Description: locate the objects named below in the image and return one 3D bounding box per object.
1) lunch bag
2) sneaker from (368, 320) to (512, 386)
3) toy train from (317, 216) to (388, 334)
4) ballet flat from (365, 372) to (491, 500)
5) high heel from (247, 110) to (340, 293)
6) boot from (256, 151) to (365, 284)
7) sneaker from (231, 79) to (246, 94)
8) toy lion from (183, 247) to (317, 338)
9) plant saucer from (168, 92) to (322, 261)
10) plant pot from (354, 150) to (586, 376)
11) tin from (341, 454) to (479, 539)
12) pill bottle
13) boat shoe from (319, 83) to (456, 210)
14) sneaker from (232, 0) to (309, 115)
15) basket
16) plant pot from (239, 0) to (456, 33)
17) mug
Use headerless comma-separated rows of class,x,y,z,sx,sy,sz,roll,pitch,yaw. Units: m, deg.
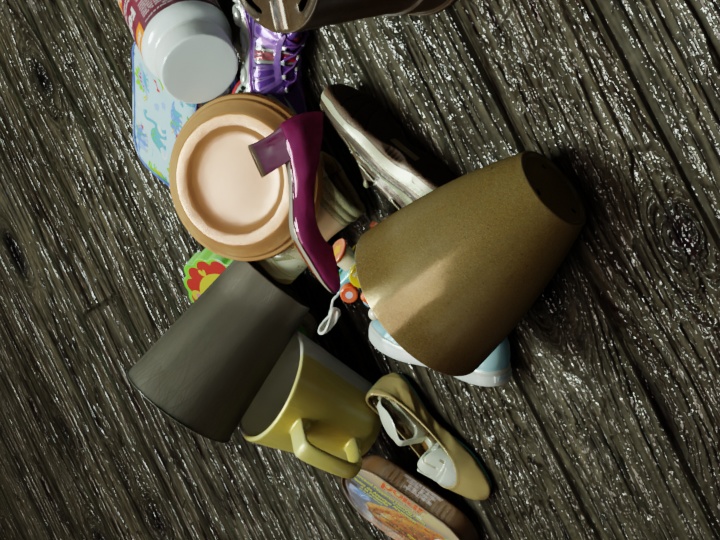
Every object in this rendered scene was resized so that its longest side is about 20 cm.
lunch bag,-0.241,-0.214,1.642,0.160,0.082,0.202,34,134,33
sneaker,0.093,0.067,1.415,0.199,0.074,0.083,15,114,36
toy train,0.000,0.000,1.418,0.055,0.151,0.200,38,150,-15
ballet flat,0.078,0.217,1.516,0.200,0.063,0.069,48,139,21
high heel,-0.044,-0.077,1.386,0.201,0.096,0.067,64,173,-15
boot,-0.103,-0.103,1.493,0.155,0.073,0.200,-41,89,26
sneaker,-0.152,-0.158,1.577,0.085,0.076,0.202,36,133,45
toy lion,-0.168,0.057,1.663,0.191,0.069,0.200,42,142,-9
plant saucer,-0.142,-0.109,1.450,0.198,0.037,0.202,3,99,18
plant pot,0.127,-0.023,1.242,0.200,0.186,0.187,-40,78,32
tin,0.065,0.312,1.570,0.199,0.042,0.112,34,147,15
pill bottle,-0.223,-0.299,1.495,0.201,0.113,0.115,-119,31,-42
boat shoe,0.018,-0.125,1.376,0.202,0.074,0.075,47,127,23
sneaker,-0.097,-0.257,1.449,0.083,0.080,0.202,3,112,43
basket,-0.166,0.092,1.523,0.136,0.201,0.180,40,-178,35
plant pot,-0.018,-0.332,1.208,0.199,0.197,0.202,26,129,38
mug,-0.057,0.191,1.560,0.152,0.188,0.149,28,141,-25
